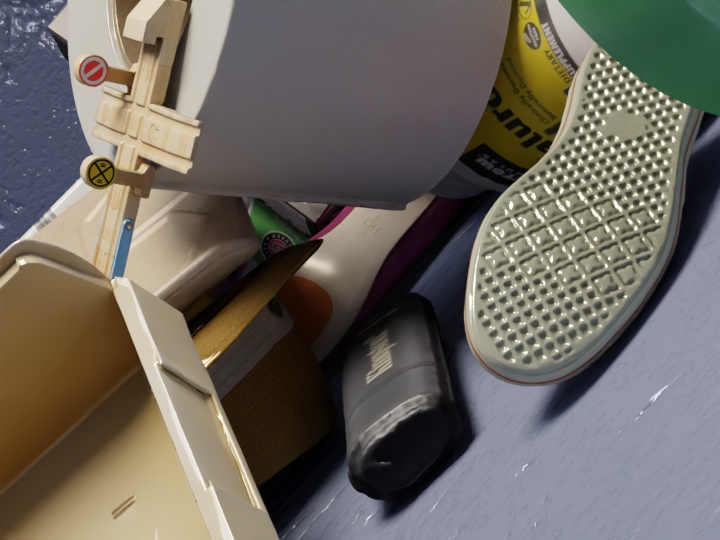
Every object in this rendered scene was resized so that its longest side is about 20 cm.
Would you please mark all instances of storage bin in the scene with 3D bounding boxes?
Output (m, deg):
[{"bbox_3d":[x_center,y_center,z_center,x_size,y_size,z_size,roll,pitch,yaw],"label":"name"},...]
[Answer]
[{"bbox_3d":[-0.140,0.122,0.999,0.198,0.094,0.200,-42,42,14],"label":"storage bin"}]

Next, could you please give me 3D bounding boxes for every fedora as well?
[{"bbox_3d":[-0.069,0.070,1.190,0.200,0.082,0.201,-41,4,3],"label":"fedora"}]

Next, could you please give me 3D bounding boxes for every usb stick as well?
[{"bbox_3d":[0.015,0.051,1.095,0.055,0.033,0.200,-44,10,8],"label":"usb stick"}]

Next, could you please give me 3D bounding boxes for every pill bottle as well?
[{"bbox_3d":[0.088,-0.101,1.190,0.111,0.111,0.200,-50,11,-30],"label":"pill bottle"}]

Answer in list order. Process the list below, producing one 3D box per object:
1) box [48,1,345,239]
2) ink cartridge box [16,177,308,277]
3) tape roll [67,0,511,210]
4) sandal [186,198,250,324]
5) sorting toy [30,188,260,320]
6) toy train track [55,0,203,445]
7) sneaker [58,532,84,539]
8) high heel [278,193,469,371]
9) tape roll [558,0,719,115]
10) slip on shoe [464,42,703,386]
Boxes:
[{"bbox_3d":[-0.049,-0.133,1.410,0.159,0.200,0.048,-50,-16,-10],"label":"box"},{"bbox_3d":[-0.124,0.010,1.471,0.200,0.146,0.084,-46,3,-4],"label":"ink cartridge box"},{"bbox_3d":[-0.036,-0.134,1.165,0.202,0.138,0.204,-14,75,61],"label":"tape roll"},{"bbox_3d":[-0.088,0.008,1.335,0.082,0.050,0.203,-39,5,11],"label":"sandal"},{"bbox_3d":[-0.131,0.013,1.233,0.185,0.037,0.200,-38,23,7],"label":"sorting toy"},{"bbox_3d":[-0.117,-0.023,1.098,0.115,0.032,0.201,23,101,61],"label":"toy train track"},{"bbox_3d":[-0.131,0.150,1.141,0.199,0.079,0.130,-53,17,12],"label":"sneaker"},{"bbox_3d":[0.000,0.000,1.352,0.201,0.067,0.096,-61,-25,-7],"label":"high heel"},{"bbox_3d":[0.139,-0.159,0.965,0.048,0.200,0.201,-32,16,50],"label":"tape roll"},{"bbox_3d":[0.093,-0.020,1.013,0.200,0.074,0.061,-63,-14,-44],"label":"slip on shoe"}]
